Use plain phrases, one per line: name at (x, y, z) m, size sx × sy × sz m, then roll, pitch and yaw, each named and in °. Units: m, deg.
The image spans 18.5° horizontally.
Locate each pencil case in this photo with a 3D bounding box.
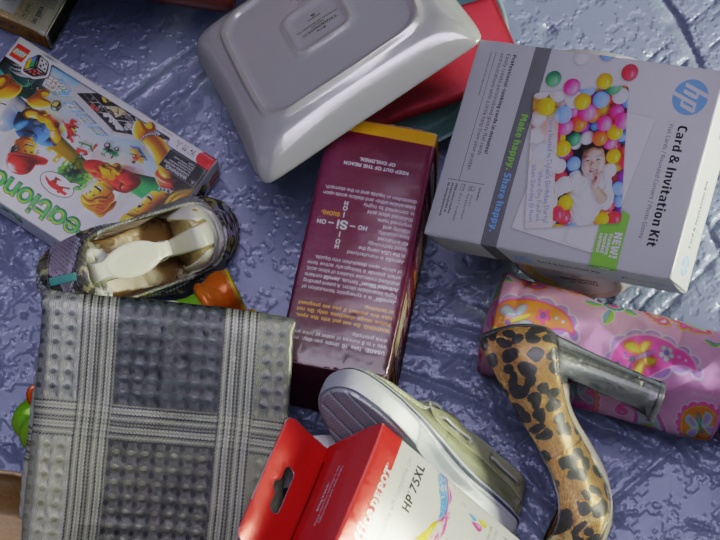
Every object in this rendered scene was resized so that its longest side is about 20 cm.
pencil case at (0.189, 0.066, 1.667) m, size 0.199 × 0.088 × 0.088 m, roll 14°, pitch 69°, yaw 6°

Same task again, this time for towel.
towel at (-0.147, 0.122, 1.591) m, size 0.191 × 0.035 × 0.202 m, roll 6°, pitch 89°, yaw -1°

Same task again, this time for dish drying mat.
dish drying mat at (0.027, -0.154, 1.750) m, size 0.199 × 0.018 × 0.077 m, roll -19°, pitch 70°, yaw -7°

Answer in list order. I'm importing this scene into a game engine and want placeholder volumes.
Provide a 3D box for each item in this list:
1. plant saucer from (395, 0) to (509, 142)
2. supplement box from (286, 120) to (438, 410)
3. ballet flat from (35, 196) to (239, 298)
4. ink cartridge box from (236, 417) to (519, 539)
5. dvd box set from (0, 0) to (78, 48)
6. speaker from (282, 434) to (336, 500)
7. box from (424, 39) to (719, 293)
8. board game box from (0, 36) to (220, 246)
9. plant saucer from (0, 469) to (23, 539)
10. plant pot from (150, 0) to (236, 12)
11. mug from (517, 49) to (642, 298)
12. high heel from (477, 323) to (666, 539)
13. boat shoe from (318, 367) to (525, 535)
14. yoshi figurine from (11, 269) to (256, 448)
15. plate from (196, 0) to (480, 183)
plant saucer at (0.021, -0.180, 1.789) m, size 0.198 × 0.036 × 0.201 m, roll 0°, pitch 68°, yaw 1°
supplement box at (0.000, 0.000, 1.678) m, size 0.085 × 0.110 × 0.201 m, roll 10°, pitch 69°, yaw 6°
ballet flat at (-0.151, -0.013, 1.662) m, size 0.200 × 0.072 × 0.072 m, roll -21°, pitch 65°, yaw -43°
ink cartridge box at (0.019, 0.194, 1.557) m, size 0.200 × 0.067 × 0.117 m, roll 41°, pitch 48°, yaw -20°
dvd box set at (-0.314, -0.285, 1.838) m, size 0.199 × 0.029 × 0.147 m, roll 22°, pitch 70°, yaw 9°
speaker at (-0.027, 0.224, 1.607) m, size 0.081 × 0.081 × 0.201 m, roll -5°, pitch 69°, yaw -1°
box at (0.159, -0.077, 1.595) m, size 0.199 × 0.041 × 0.157 m, roll 12°, pitch 80°, yaw 29°
board game box at (-0.228, -0.084, 1.756) m, size 0.199 × 0.035 × 0.127 m, roll 32°, pitch 73°, yaw 12°
plant saucer at (-0.276, 0.248, 1.626) m, size 0.198 × 0.035 × 0.202 m, roll 0°, pitch 68°, yaw 1°
plant pot at (-0.179, -0.299, 1.743) m, size 0.194 × 0.201 × 0.202 m, roll 12°, pitch 66°, yaw -24°
mug at (0.170, -0.061, 1.697) m, size 0.149 × 0.186 × 0.154 m, roll 23°, pitch 70°, yaw -19°
high heel at (0.122, 0.144, 1.617) m, size 0.142 × 0.071 × 0.201 m, roll 22°, pitch 95°, yaw -3°
boat shoe at (0.046, 0.129, 1.615) m, size 0.200 × 0.072 × 0.062 m, roll 45°, pitch 48°, yaw -28°
yoshi figurine at (-0.162, 0.092, 1.659) m, size 0.199 × 0.112 × 0.113 m, roll -28°, pitch 91°, yaw -9°
plate at (-0.028, -0.184, 1.706) m, size 0.199 × 0.032 × 0.200 m, roll -34°, pitch 43°, yaw 5°
